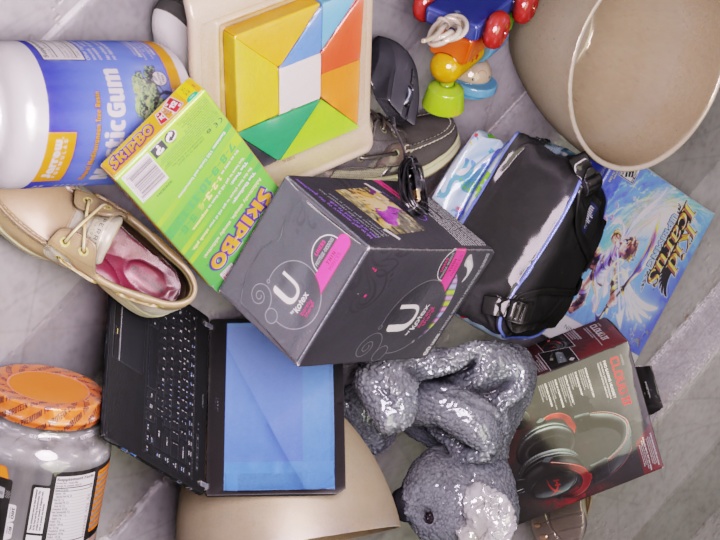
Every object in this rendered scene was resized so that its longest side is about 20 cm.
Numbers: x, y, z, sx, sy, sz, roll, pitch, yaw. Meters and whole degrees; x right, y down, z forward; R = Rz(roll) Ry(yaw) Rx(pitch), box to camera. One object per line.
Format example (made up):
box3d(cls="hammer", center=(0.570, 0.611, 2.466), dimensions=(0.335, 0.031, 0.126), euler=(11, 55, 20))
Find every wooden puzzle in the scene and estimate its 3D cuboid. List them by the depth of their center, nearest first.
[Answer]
box3d(cls="wooden puzzle", center=(-0.058, -0.158, 1.526), dimensions=(0.185, 0.037, 0.201), euler=(-25, 129, -32))

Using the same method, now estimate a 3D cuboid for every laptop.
box3d(cls="laptop", center=(-0.112, 0.087, 1.577), dimensions=(0.103, 0.178, 0.200), euler=(-23, 139, 28))

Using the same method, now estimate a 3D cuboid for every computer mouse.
box3d(cls="computer mouse", center=(0.039, -0.127, 1.616), dimensions=(0.034, 0.201, 0.059), euler=(-25, 143, 17))

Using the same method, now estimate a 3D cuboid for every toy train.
box3d(cls="toy train", center=(0.078, -0.184, 1.645), dimensions=(0.200, 0.084, 0.116), euler=(-45, 152, -53))

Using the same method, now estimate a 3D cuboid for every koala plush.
box3d(cls="koala plush", center=(0.090, 0.176, 1.721), dimensions=(0.183, 0.177, 0.201), euler=(-10, 77, -10))

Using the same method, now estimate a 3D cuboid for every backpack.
box3d(cls="backpack", center=(0.141, -0.036, 1.743), dimensions=(0.184, 0.147, 0.200), euler=(-61, 161, 3))

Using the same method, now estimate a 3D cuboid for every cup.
box3d(cls="cup", center=(0.220, -0.208, 1.744), dimensions=(0.200, 0.143, 0.201), euler=(-16, 119, -32))

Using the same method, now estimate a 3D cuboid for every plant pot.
box3d(cls="plant pot", center=(-0.075, 0.180, 1.675), dimensions=(0.200, 0.200, 0.135), euler=(-3, 77, -38))

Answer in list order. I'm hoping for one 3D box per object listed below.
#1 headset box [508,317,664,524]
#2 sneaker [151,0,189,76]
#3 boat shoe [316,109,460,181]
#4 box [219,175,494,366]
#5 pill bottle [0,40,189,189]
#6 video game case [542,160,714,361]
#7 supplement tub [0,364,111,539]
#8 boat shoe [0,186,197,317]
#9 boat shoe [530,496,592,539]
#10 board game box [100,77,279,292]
box3d(cls="headset box", center=(0.201, 0.148, 1.874), dimensions=(0.199, 0.075, 0.149), euler=(-20, 111, -5))
box3d(cls="sneaker", center=(-0.147, -0.115, 1.541), dimensions=(0.108, 0.067, 0.202), euler=(-41, 132, -21))
box3d(cls="boat shoe", center=(0.003, -0.109, 1.663), dimensions=(0.200, 0.072, 0.066), euler=(-20, 127, -26))
box3d(cls="box", center=(0.000, 0.000, 1.581), dimensions=(0.200, 0.106, 0.123), euler=(-1, 127, -55))
box3d(cls="pill bottle", center=(-0.236, -0.119, 1.437), dimensions=(0.199, 0.112, 0.113), euler=(-6, 113, -38))
box3d(cls="video game case", center=(0.256, -0.009, 1.931), dimensions=(0.181, 0.045, 0.201), euler=(27, 92, -44))
box3d(cls="supplement tub", center=(-0.271, 0.186, 1.541), dimensions=(0.122, 0.122, 0.201), euler=(0, 109, -39))
box3d(cls="boat shoe", center=(-0.212, -0.029, 1.503), dimensions=(0.200, 0.066, 0.074), euler=(31, 72, -29))
box3d(cls="boat shoe", center=(0.212, 0.190, 1.978), dimensions=(0.072, 0.075, 0.201), euler=(-26, 122, -69))
box3d(cls="board game box", center=(-0.121, -0.061, 1.483), dimensions=(0.096, 0.030, 0.200), euler=(-45, 144, -6))
